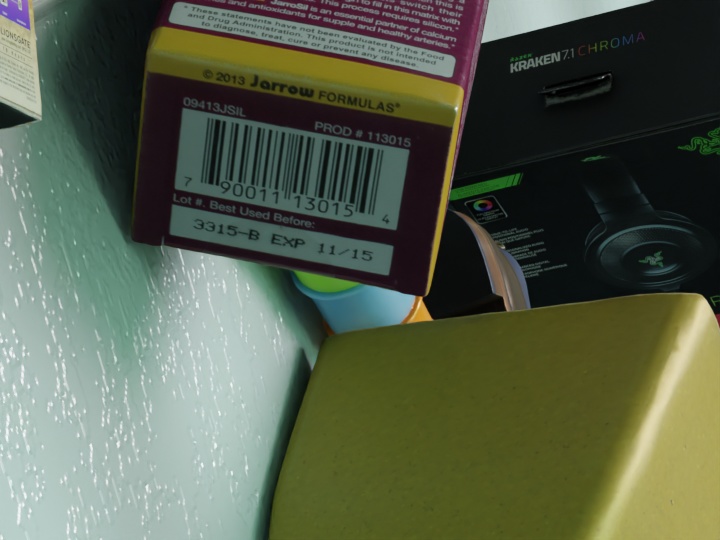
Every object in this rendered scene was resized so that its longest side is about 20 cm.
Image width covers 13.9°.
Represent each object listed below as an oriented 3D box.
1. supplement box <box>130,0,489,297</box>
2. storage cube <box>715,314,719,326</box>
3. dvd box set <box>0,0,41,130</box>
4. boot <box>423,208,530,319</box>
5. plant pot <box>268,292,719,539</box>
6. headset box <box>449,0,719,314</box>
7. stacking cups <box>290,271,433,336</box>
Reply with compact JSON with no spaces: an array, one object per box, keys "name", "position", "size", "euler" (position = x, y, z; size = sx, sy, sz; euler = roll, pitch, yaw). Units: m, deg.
[{"name":"supplement box","position":[-0.015,-0.097,1.259],"size":[0.200,0.131,0.103],"euler":[-75,175,-51]},{"name":"storage cube","position":[0.253,-0.022,1.917],"size":[0.171,0.179,0.200],"euler":[-62,136,-61]},{"name":"dvd box set","position":[-0.167,-0.161,1.056],"size":[0.146,0.029,0.201],"euler":[22,59,-66]},{"name":"boot","position":[0.074,0.067,1.526],"size":[0.097,0.075,0.201],"euler":[10,67,-66]},{"name":"plant pot","position":[0.066,0.153,1.305],"size":[0.195,0.195,0.200],"euler":[67,31,-27]},{"name":"headset box","position":[0.151,-0.059,1.663],"size":[0.200,0.174,0.093],"euler":[54,30,-50]},{"name":"stacking cups","position":[0.000,0.000,1.388],"size":[0.200,0.060,0.061],"euler":[58,28,-48]}]
